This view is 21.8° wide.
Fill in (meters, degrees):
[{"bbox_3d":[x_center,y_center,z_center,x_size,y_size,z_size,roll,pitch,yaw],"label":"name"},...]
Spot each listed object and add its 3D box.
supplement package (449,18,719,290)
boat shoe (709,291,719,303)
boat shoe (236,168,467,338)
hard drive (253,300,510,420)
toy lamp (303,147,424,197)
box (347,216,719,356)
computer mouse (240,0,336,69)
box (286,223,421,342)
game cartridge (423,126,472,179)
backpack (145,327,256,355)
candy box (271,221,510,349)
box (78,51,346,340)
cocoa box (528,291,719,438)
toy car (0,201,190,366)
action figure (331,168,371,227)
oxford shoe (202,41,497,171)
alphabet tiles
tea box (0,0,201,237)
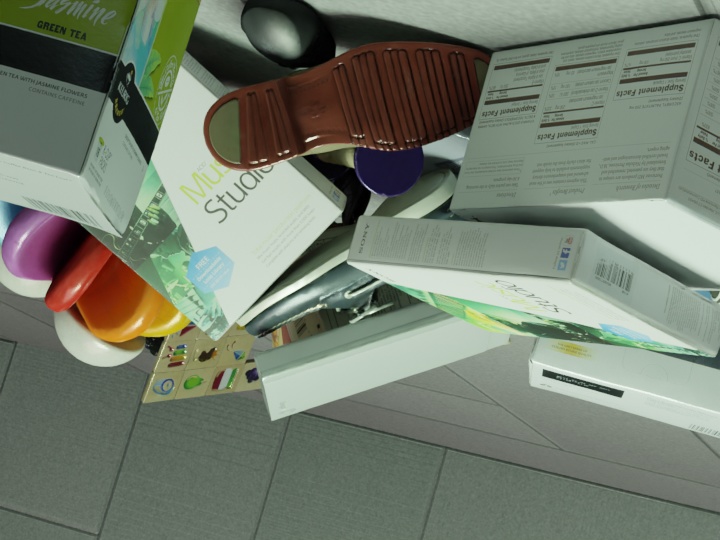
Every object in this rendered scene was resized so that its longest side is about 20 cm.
[{"bbox_3d":[0.183,-0.062,1.131,0.155,0.111,0.200,23,168,-32],"label":"supplement package"},{"bbox_3d":[0.254,-0.029,1.326,0.063,0.071,0.200,13,161,12],"label":"boat shoe"},{"bbox_3d":[0.000,0.000,1.379,0.062,0.200,0.075,54,-170,-15],"label":"boat shoe"},{"bbox_3d":[0.020,0.060,1.434,0.199,0.026,0.132,-18,163,-5],"label":"hard drive"},{"bbox_3d":[-0.011,-0.089,1.380,0.058,0.058,0.200,20,178,-20],"label":"toy lamp"},{"bbox_3d":[0.108,0.009,1.174,0.144,0.036,0.200,26,168,-39],"label":"box"},{"bbox_3d":[-0.038,-0.139,1.283,0.058,0.034,0.200,12,169,18],"label":"computer mouse"},{"bbox_3d":[0.040,0.008,1.497,0.199,0.095,0.078,-10,162,-23],"label":"box"},{"bbox_3d":[0.132,-0.073,1.360,0.199,0.041,0.133,21,172,-24],"label":"game cartridge"},{"bbox_3d":[-0.174,-0.037,1.652,0.134,0.183,0.200,-2,153,34],"label":"backpack"},{"bbox_3d":[0.022,0.015,1.581,0.199,0.116,0.055,-5,176,-20],"label":"candy box"},{"bbox_3d":[-0.130,-0.065,1.351,0.200,0.144,0.036,42,-162,-9],"label":"box"},{"bbox_3d":[0.250,0.050,1.546,0.199,0.132,0.133,15,170,7],"label":"cocoa box"},{"bbox_3d":[-0.221,-0.024,1.487,0.200,0.175,0.150,44,-160,13],"label":"toy car"},{"bbox_3d":[-0.089,-0.090,1.524,0.199,0.070,0.130,19,178,7],"label":"action figure"},{"bbox_3d":[-0.002,-0.114,1.231,0.199,0.071,0.075,-7,-170,13],"label":"oxford shoe"},{"bbox_3d":[-0.093,0.028,1.627,0.167,0.200,0.008,-4,-142,-41],"label":"alphabet tiles"},{"bbox_3d":[-0.205,-0.148,1.039,0.199,0.197,0.134,16,169,7],"label":"tea box"}]
